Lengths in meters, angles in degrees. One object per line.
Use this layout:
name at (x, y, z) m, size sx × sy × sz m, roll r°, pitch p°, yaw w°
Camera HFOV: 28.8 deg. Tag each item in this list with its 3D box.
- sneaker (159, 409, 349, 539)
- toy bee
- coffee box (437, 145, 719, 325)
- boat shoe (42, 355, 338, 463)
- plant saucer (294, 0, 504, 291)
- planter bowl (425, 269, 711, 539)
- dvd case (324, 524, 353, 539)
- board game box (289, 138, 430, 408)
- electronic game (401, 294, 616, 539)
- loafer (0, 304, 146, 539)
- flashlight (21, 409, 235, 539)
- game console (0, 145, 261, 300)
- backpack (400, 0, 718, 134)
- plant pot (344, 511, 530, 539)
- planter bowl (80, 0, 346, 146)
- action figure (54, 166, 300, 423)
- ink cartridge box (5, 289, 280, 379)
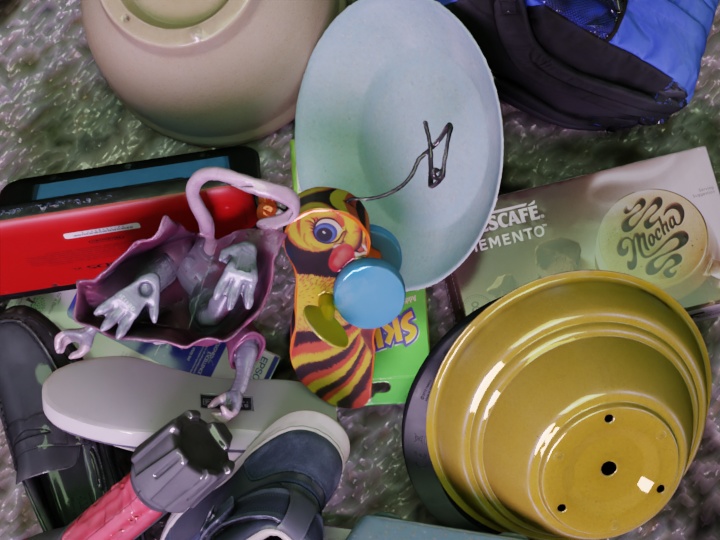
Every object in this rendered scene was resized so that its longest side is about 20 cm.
sneaker at (-0.087, 0.196, 0.883) m, size 0.076 × 0.147 × 0.203 m, roll 31°, pitch 122°, yaw -11°
toy bee at (-0.021, -0.012, 0.921) m, size 0.107 × 0.131 × 0.203 m, roll 13°, pitch 95°, yaw -7°
coffee box at (0.160, -0.005, 1.003) m, size 0.197 × 0.080 × 0.114 m, roll -13°, pitch 79°, yaw -2°
boat shoe at (-0.116, 0.107, 0.950) m, size 0.197 × 0.066 × 0.072 m, roll 4°, pitch 38°, yaw -13°
plant saucer at (0.033, -0.088, 0.961) m, size 0.038 × 0.200 × 0.203 m, roll -7°, pitch 75°, yaw -44°
planter bowl at (0.147, 0.109, 0.897) m, size 0.198 × 0.084 × 0.203 m, roll -4°, pitch 114°, yaw -10°
dvd case at (-0.015, 0.257, 0.988) m, size 0.197 × 0.016 × 0.151 m, roll 6°, pitch 81°, yaw 1°
board game box at (0.000, 0.000, 1.032) m, size 0.094 × 0.030 × 0.203 m, roll -4°, pitch 76°, yaw 1°
electronic game at (0.125, 0.104, 0.960) m, size 0.197 × 0.042 × 0.202 m, roll -4°, pitch 114°, yaw -10°
loafer at (-0.208, 0.122, 0.962) m, size 0.067 × 0.070 × 0.203 m, roll -20°, pitch 96°, yaw 19°
flashlight at (-0.167, 0.166, 0.887) m, size 0.200 × 0.068 × 0.068 m, roll -40°, pitch 39°, yaw 24°
game console at (-0.170, -0.057, 0.962) m, size 0.197 × 0.173 × 0.120 m, roll -9°, pitch 69°, yaw -1°
backpack at (0.153, -0.196, 0.983) m, size 0.198 × 0.162 × 0.170 m, roll 26°, pitch 79°, yaw -23°
plant pot at (0.041, 0.265, 0.887) m, size 0.194 × 0.196 × 0.203 m, roll 8°, pitch 75°, yaw 2°
planter bowl at (-0.116, -0.202, 1.004) m, size 0.197 × 0.135 × 0.203 m, roll -1°, pitch 83°, yaw 7°
action figure at (-0.117, 0.009, 0.896) m, size 0.133 × 0.200 × 0.151 m, roll 21°, pitch 86°, yaw -1°
ink cartridge box at (-0.164, 0.065, 1.016) m, size 0.198 × 0.039 × 0.100 m, roll 27°, pitch 81°, yaw 7°
